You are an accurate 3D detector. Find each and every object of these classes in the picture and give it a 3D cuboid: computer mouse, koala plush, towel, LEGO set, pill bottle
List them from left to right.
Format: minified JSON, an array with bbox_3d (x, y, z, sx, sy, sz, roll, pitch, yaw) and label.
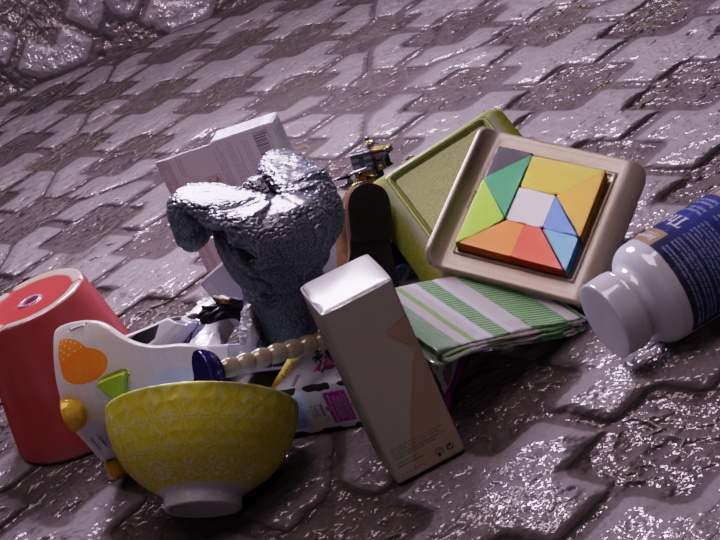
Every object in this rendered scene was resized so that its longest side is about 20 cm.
[{"bbox_3d":[-0.216,0.080,1.800,0.199,0.044,0.110,-23,-9,19],"label":"computer mouse"},{"bbox_3d":[-0.087,0.000,1.666,0.177,0.201,0.184,-24,31,-27],"label":"koala plush"},{"bbox_3d":[0.048,-0.124,2.014,0.153,0.116,0.200,-12,9,21],"label":"LEGO set"},{"bbox_3d":[0.119,0.046,1.634,0.199,0.023,0.152,-11,30,-32],"label":"towel"},{"bbox_3d":[0.323,0.002,1.545,0.200,0.111,0.111,-30,23,-14],"label":"pill bottle"}]

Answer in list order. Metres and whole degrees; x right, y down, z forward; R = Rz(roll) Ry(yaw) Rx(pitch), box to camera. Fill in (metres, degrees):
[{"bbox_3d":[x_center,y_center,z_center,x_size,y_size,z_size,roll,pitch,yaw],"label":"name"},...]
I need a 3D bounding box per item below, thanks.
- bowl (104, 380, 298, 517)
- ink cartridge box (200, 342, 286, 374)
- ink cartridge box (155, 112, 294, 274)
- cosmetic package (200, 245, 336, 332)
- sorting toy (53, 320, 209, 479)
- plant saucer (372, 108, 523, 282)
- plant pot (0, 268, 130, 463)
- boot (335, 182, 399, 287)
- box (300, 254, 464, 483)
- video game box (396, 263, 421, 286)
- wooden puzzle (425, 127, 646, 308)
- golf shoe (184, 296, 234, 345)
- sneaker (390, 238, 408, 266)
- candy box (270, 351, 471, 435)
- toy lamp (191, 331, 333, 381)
[{"bbox_3d":[-0.161,0.191,1.578,0.199,0.200,0.108,-13,67,24],"label":"bowl"},{"bbox_3d":[-0.125,0.100,1.793,0.099,0.039,0.200,-6,-2,36],"label":"ink cartridge box"},{"bbox_3d":[-0.158,-0.096,2.107,0.176,0.201,0.045,-16,23,17],"label":"ink cartridge box"},{"bbox_3d":[-0.094,-0.007,1.936,0.200,0.107,0.090,-39,2,-42],"label":"cosmetic package"},{"bbox_3d":[-0.218,0.141,1.703,0.179,0.200,0.107,-14,45,19],"label":"sorting toy"},{"bbox_3d":[0.124,-0.086,1.776,0.200,0.048,0.200,-32,57,-4],"label":"plant saucer"},{"bbox_3d":[-0.368,0.108,1.899,0.200,0.178,0.201,-21,22,9],"label":"plant pot"},{"bbox_3d":[0.000,0.000,1.799,0.073,0.201,0.075,3,-1,-19],"label":"boot"},{"bbox_3d":[0.021,0.096,1.518,0.078,0.201,0.095,-26,23,-7],"label":"box"},{"bbox_3d":[0.122,-0.014,1.860,0.199,0.047,0.182,-14,23,23],"label":"video game box"},{"bbox_3d":[0.192,-0.064,1.694,0.199,0.037,0.186,17,67,20],"label":"wooden puzzle"},{"bbox_3d":[-0.186,0.107,1.880,0.097,0.078,0.200,5,43,30],"label":"golf shoe"},{"bbox_3d":[0.101,-0.048,1.832,0.199,0.074,0.080,-17,48,13],"label":"sneaker"},{"bbox_3d":[0.013,0.106,1.684,0.199,0.061,0.136,-13,25,25],"label":"candy box"},{"bbox_3d":[-0.076,0.085,1.617,0.199,0.058,0.058,-15,18,-25],"label":"toy lamp"}]
